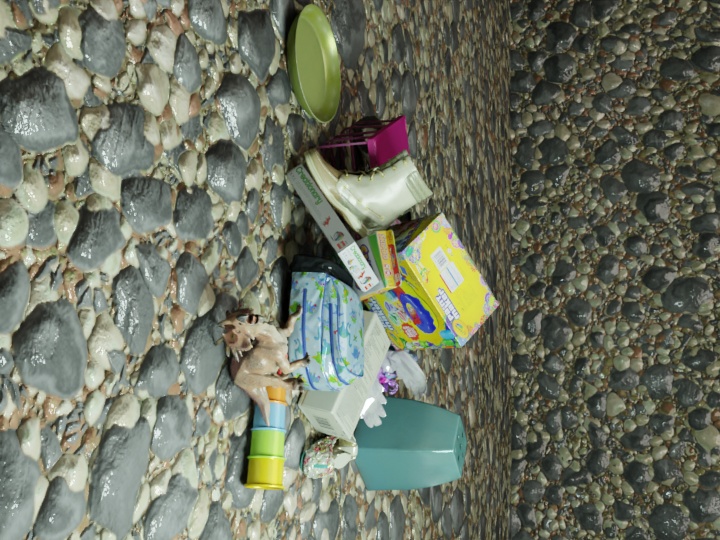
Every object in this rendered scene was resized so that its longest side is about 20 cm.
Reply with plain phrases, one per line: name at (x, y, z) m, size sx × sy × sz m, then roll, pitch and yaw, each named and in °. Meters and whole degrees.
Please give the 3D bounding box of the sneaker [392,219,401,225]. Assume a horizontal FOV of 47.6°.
sneaker at (0.064, -0.059, 1.727) m, size 0.089 × 0.081 × 0.201 m, roll -69°, pitch 147°, yaw -48°

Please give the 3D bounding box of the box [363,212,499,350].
box at (0.103, 0.025, 1.451) m, size 0.122 × 0.192 × 0.201 m, roll -43°, pitch 107°, yaw -30°

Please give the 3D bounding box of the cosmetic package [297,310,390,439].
cosmetic package at (-0.025, 0.177, 1.421) m, size 0.201 × 0.072 × 0.104 m, roll -65°, pitch 149°, yaw -30°

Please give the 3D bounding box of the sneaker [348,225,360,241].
sneaker at (0.011, -0.025, 1.576) m, size 0.081 × 0.088 × 0.202 m, roll -13°, pitch 90°, yaw -34°

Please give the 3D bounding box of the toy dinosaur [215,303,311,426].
toy dinosaur at (-0.146, 0.120, 1.124) m, size 0.086 × 0.134 × 0.202 m, roll -124°, pitch -138°, yaw -50°

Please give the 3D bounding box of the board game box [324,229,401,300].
board game box at (0.000, 0.000, 1.396) m, size 0.030 × 0.199 × 0.097 m, roll -3°, pitch 78°, yaw -36°

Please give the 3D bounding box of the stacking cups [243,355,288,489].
stacking cups at (-0.130, 0.216, 1.195) m, size 0.060 × 0.060 × 0.202 m, roll 42°, pitch 49°, yaw -63°

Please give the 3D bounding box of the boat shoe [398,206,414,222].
boat shoe at (0.082, -0.145, 1.806) m, size 0.202 × 0.071 × 0.061 m, roll 19°, pitch 65°, yaw -73°

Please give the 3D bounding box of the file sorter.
file sorter at (0.007, -0.196, 1.524) m, size 0.200 × 0.124 × 0.140 m, roll -49°, pitch 134°, yaw -61°

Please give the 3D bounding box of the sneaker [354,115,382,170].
sneaker at (0.045, -0.217, 1.683) m, size 0.089 × 0.076 × 0.202 m, roll -13°, pitch 87°, yaw -86°

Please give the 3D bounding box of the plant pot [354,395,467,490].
plant pot at (0.105, 0.347, 1.636) m, size 0.142 × 0.198 × 0.142 m, roll -71°, pitch 150°, yaw -45°

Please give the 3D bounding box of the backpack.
backpack at (-0.058, 0.095, 1.325) m, size 0.163 × 0.152 × 0.202 m, roll 52°, pitch 52°, yaw -68°

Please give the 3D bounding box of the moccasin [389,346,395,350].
moccasin at (0.080, 0.148, 1.788) m, size 0.201 × 0.080 × 0.069 m, roll -57°, pitch 140°, yaw -36°

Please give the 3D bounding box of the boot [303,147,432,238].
boot at (0.013, -0.161, 1.376) m, size 0.200 × 0.154 × 0.072 m, roll 48°, pitch 13°, yaw -23°

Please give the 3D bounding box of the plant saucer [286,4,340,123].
plant saucer at (-0.084, -0.358, 1.425) m, size 0.200 × 0.031 × 0.202 m, roll -2°, pitch 90°, yaw -70°

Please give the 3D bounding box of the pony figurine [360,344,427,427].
pony figurine at (0.044, 0.182, 1.598) m, size 0.194 × 0.166 × 0.200 m, roll 57°, pitch 23°, yaw 8°

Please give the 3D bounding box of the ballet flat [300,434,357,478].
ballet flat at (-0.041, 0.320, 1.430) m, size 0.200 × 0.063 × 0.077 m, roll -23°, pitch 116°, yaw -69°

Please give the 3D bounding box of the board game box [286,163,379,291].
board game box at (-0.046, -0.070, 1.337) m, size 0.201 × 0.034 × 0.126 m, roll 56°, pitch -1°, yaw 35°
